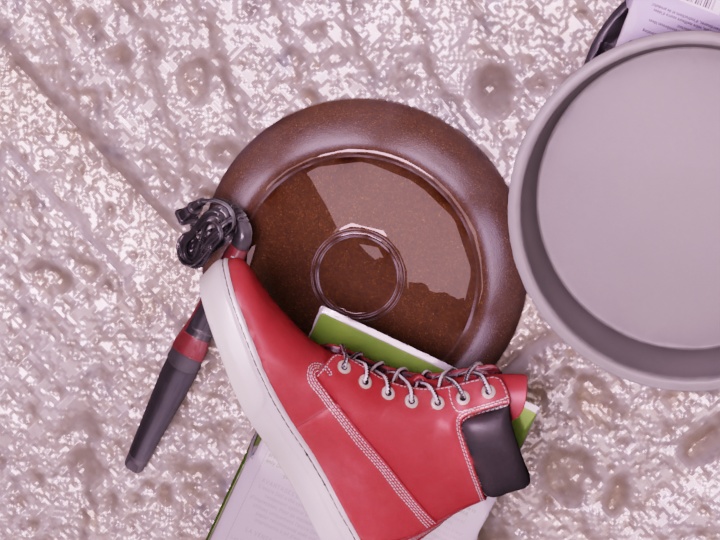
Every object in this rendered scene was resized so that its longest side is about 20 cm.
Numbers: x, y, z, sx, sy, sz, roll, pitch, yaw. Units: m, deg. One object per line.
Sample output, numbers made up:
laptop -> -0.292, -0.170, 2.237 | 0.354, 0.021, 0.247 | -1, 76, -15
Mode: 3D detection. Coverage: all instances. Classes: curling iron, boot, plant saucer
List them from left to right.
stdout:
curling iron -> -0.107, 0.040, 1.276 | 0.050, 0.025, 0.201 | 40, 125, 33
plant saucer -> 0.000, 0.000, 1.260 | 0.198, 0.032, 0.202 | 2, 105, 7
boot -> 0.009, 0.056, 1.173 | 0.143, 0.073, 0.201 | -28, 109, 9

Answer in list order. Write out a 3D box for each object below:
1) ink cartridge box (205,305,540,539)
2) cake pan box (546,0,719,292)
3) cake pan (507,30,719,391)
ink cartridge box -> 0.004, 0.128, 1.265 | 0.147, 0.076, 0.201 | 25, 106, -2
cake pan box -> 0.219, -0.081, 1.197 | 0.198, 0.052, 0.186 | 19, 104, 3
cake pan -> 0.181, -0.034, 1.170 | 0.198, 0.037, 0.202 | 2, 105, 9
